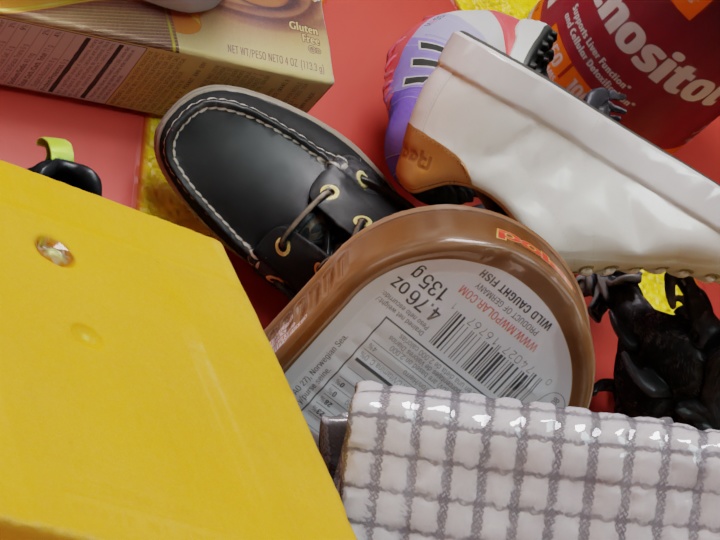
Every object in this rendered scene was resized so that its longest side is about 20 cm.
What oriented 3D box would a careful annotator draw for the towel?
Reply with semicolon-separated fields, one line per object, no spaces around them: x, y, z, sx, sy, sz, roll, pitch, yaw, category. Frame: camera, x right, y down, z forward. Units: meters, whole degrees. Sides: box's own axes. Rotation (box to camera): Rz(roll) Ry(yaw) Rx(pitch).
0.058;0.144;0.660;0.165;0.086;0.200;5;86;5;towel

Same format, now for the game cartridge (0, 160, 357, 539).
-0.095;0.032;0.614;0.176;0.032;0.200;21;27;-34;game cartridge

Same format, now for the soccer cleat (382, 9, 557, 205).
0.037;-0.082;0.903;0.073;0.068;0.200;16;24;14;soccer cleat

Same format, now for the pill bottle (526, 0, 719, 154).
0.180;-0.149;0.981;0.113;0.200;0.113;17;53;-24;pill bottle

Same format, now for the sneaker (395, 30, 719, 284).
0.101;-0.021;0.820;0.200;0.085;0.073;28;6;-18;sneaker

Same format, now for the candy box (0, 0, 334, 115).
-0.115;-0.136;0.868;0.200;0.055;0.116;8;57;-30;candy box

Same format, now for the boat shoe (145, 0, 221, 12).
-0.127;-0.171;0.785;0.202;0.086;0.075;18;53;-23;boat shoe

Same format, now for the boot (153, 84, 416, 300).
0.000;0.000;0.799;0.200;0.073;0.151;43;3;-11;boot

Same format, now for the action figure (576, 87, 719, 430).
0.149;0.010;0.918;0.102;0.119;0.200;-10;62;-33;action figure

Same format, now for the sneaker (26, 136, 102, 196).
-0.119;0.041;0.732;0.072;0.083;0.200;3;60;-33;sneaker

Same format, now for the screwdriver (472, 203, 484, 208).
0.085;0.056;0.896;0.028;0.029;0.200;-1;57;-35;screwdriver

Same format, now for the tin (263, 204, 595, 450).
0.002;0.064;0.717;0.112;0.200;0.042;39;15;-10;tin
